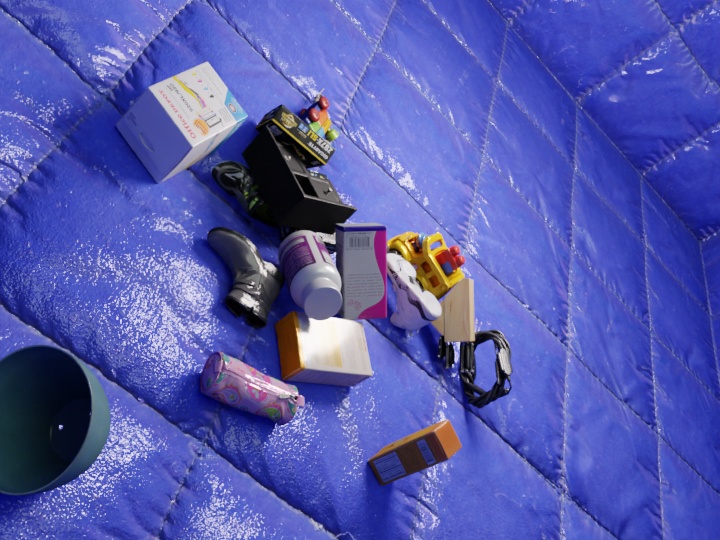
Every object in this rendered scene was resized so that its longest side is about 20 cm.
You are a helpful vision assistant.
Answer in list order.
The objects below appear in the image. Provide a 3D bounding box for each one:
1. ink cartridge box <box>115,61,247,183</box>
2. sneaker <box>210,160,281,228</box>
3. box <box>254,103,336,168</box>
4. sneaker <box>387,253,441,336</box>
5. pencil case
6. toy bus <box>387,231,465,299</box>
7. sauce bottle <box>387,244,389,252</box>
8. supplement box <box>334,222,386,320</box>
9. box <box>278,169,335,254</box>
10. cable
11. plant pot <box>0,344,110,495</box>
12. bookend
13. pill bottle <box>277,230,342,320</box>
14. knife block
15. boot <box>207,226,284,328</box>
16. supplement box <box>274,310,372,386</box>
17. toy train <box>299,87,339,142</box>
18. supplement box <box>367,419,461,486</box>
[{"bbox_3d":[-0.365,-0.306,1.588,0.148,0.144,0.200,52,39,-6],"label":"ink cartridge box"},{"bbox_3d":[-0.236,-0.165,1.674,0.199,0.071,0.083,42,4,-21],"label":"sneaker"},{"bbox_3d":[-0.154,-0.304,1.784,0.159,0.199,0.050,40,82,-18],"label":"box"},{"bbox_3d":[0.101,0.063,1.873,0.201,0.115,0.075,51,37,14],"label":"sneaker"},{"bbox_3d":[-0.203,0.223,1.445,0.198,0.087,0.089,30,45,-29],"label":"pencil case"},{"bbox_3d":[0.174,-0.027,1.946,0.135,0.191,0.203,-24,81,-50],"label":"toy bus"},{"bbox_3d":[0.013,-0.014,1.861,0.067,0.066,0.200,53,39,-4],"label":"sauce bottle"},{"bbox_3d":[0.000,0.000,1.714,0.099,0.103,0.205,-2,98,-13],"label":"supplement box"},{"bbox_3d":[-0.130,-0.148,1.814,0.157,0.046,0.204,10,57,-43],"label":"box"},{"bbox_3d":[0.312,0.243,1.931,0.050,0.163,0.203,18,44,-29],"label":"cable"},{"bbox_3d":[-0.444,0.223,1.122,0.135,0.196,0.204,56,16,-69],"label":"plant pot"},{"bbox_3d":[-0.133,-0.195,1.714,0.198,0.092,0.201,9,46,-55],"label":"bookend"},{"bbox_3d":[-0.103,0.012,1.625,0.111,0.113,0.201,26,22,-32],"label":"pill bottle"},{"bbox_3d":[0.258,0.146,1.922,0.176,0.201,0.064,45,9,15],"label":"knife block"},{"bbox_3d":[-0.246,0.013,1.562,0.199,0.070,0.133,38,46,-16],"label":"boot"},{"bbox_3d":[-0.077,0.168,1.627,0.197,0.073,0.129,13,55,-40],"label":"supplement box"},{"bbox_3d":[-0.095,-0.385,1.999,0.117,0.084,0.201,53,37,-20],"label":"toy train"},{"bbox_3d":[0.109,0.375,1.584,0.066,0.198,0.070,-23,84,-51],"label":"supplement box"}]
